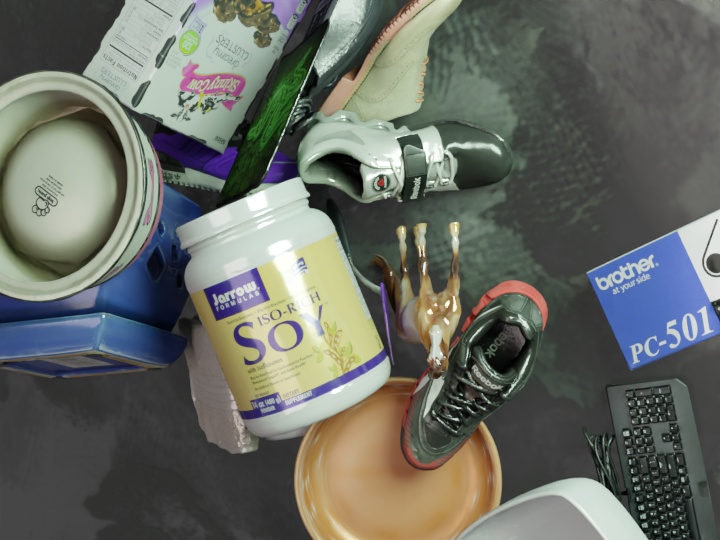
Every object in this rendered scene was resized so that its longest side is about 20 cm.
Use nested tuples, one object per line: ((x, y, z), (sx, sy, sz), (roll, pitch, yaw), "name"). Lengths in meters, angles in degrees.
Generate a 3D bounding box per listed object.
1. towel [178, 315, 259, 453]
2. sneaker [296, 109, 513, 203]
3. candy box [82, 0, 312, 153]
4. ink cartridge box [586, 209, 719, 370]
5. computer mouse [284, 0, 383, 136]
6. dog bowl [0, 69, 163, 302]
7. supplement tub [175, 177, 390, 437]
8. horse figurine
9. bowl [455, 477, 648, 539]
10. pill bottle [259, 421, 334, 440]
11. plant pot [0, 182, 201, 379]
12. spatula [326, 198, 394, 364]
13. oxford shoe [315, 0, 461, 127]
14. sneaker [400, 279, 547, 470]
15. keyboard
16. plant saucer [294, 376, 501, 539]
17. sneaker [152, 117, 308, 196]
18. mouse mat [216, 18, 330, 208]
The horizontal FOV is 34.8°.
((-0.152, 0.114, 1.195), (0.200, 0.034, 0.133), (176, 81, -71), "towel")
((0.037, -0.091, 1.046), (0.199, 0.089, 0.074), (5, 129, 13), "sneaker")
((-0.142, -0.228, 1.078), (0.071, 0.168, 0.201), (33, 96, 23), "candy box")
((0.297, 0.002, 0.950), (0.199, 0.044, 0.094), (-28, 82, 33), "ink cartridge box")
((-0.026, -0.208, 1.078), (0.052, 0.138, 0.201), (25, 86, -14), "computer mouse")
((-0.263, -0.070, 1.014), (0.199, 0.074, 0.202), (-1, 85, 16), "dog bowl")
((-0.071, 0.032, 1.035), (0.145, 0.145, 0.201), (-21, 94, 33), "supplement tub")
((0.057, 0.024, 1.056), (0.200, 0.050, 0.134), (-175, 83, -76), "horse figurine")
((0.196, 0.278, 1.020), (0.200, 0.075, 0.200), (53, 139, 5), "bowl")
((-0.078, 0.062, 1.160), (0.104, 0.104, 0.201), (-9, 94, 33), "pill bottle")
((-0.284, 0.008, 1.149), (0.199, 0.200, 0.181), (-6, 77, 18), "plant pot")
((0.000, 0.000, 1.101), (0.057, 0.020, 0.201), (80, 166, -51), "spatula")
((0.041, -0.191, 1.072), (0.074, 0.071, 0.200), (41, 125, -4), "oxford shoe")
((0.098, 0.102, 1.033), (0.071, 0.098, 0.201), (34, 102, -2), "sneaker")
((0.254, 0.200, 1.016), (0.104, 0.040, 0.201), (-11, 92, 32), "keyboard")
((0.036, 0.201, 1.112), (0.199, 0.037, 0.202), (0, 94, 3), "plant saucer")
((-0.138, -0.133, 1.184), (0.199, 0.069, 0.100), (11, 102, 29), "sneaker")
((-0.084, -0.138, 1.051), (0.162, 0.007, 0.200), (-68, 17, -10), "mouse mat")
